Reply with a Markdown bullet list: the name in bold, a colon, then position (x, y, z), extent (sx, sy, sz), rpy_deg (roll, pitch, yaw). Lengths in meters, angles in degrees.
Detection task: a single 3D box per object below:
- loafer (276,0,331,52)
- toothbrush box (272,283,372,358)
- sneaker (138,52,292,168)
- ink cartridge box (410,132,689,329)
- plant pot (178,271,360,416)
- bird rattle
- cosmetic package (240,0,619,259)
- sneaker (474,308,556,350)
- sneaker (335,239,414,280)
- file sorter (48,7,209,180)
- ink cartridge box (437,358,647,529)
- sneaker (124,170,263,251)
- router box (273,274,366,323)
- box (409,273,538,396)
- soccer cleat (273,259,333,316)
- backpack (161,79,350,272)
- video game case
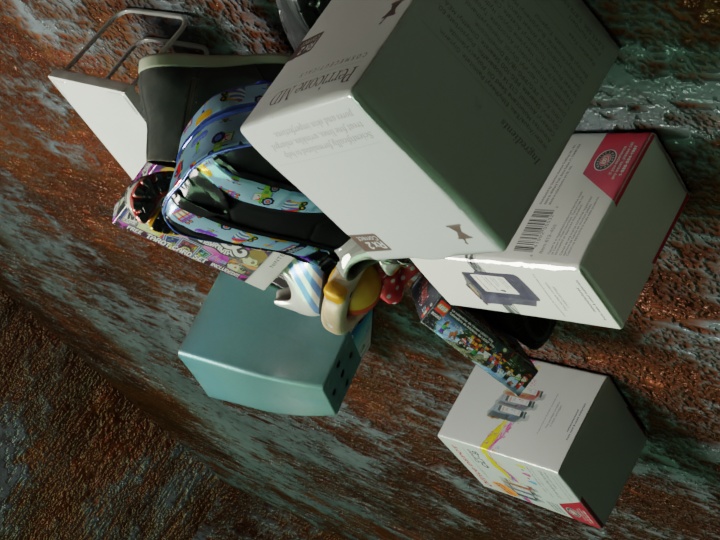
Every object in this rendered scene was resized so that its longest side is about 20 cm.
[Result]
- **loafer**: position (-0.033, -0.218, 0.934), extent (0.071, 0.068, 0.201), rpy_deg (58, 177, 29)
- **toothbrush box**: position (-0.063, 0.077, 1.568), extent (0.146, 0.086, 0.200), rpy_deg (28, 157, 12)
- **sneaker**: position (-0.114, -0.150, 1.019), extent (0.198, 0.107, 0.075), rpy_deg (-2, 177, -10)
- **ink cartridge box**: position (0.159, -0.040, 0.915), extent (0.199, 0.145, 0.084), rpy_deg (7, 147, 49)
- **plant pot**: position (-0.110, 0.110, 1.416), extent (0.198, 0.142, 0.142), rpy_deg (15, 154, 20)
- **bird rattle**: position (0.000, 0.000, 1.219), extent (0.112, 0.163, 0.200), rpy_deg (33, 155, 8)
- **cosmetic package**: position (0.052, -0.135, 0.788), extent (0.165, 0.201, 0.164), rpy_deg (43, 156, -24)
- **sneaker**: position (0.140, 0.013, 1.168), extent (0.090, 0.076, 0.200), rpy_deg (20, 153, 50)
- **sneaker**: position (0.057, -0.041, 1.076), extent (0.199, 0.080, 0.074), rpy_deg (-15, 168, 26)
- **file sorter**: position (-0.218, -0.181, 1.181), extent (0.138, 0.125, 0.200), rpy_deg (17, 153, 38)
- **ink cartridge box**: position (0.234, 0.212, 1.356), extent (0.199, 0.145, 0.145), rpy_deg (11, 150, 47)
- **sneaker**: position (-0.144, -0.069, 1.072), extent (0.199, 0.079, 0.082), rpy_deg (10, -176, -29)
- **router box**: position (-0.087, -0.005, 1.389), extent (0.199, 0.063, 0.150), rpy_deg (27, 179, 19)
- **box**: position (0.126, 0.065, 1.211), extent (0.136, 0.038, 0.200), rpy_deg (38, -173, -7)
- **soccer cleat**: position (-0.068, -0.036, 1.233), extent (0.086, 0.070, 0.202), rpy_deg (8, 116, 8)
- **backpack**: position (-0.073, -0.095, 0.915), extent (0.199, 0.136, 0.182), rpy_deg (5, 152, -34)
- **video game case**: position (-0.141, -0.074, 1.138), extent (0.199, 0.036, 0.181), rpy_deg (26, 131, -26)
